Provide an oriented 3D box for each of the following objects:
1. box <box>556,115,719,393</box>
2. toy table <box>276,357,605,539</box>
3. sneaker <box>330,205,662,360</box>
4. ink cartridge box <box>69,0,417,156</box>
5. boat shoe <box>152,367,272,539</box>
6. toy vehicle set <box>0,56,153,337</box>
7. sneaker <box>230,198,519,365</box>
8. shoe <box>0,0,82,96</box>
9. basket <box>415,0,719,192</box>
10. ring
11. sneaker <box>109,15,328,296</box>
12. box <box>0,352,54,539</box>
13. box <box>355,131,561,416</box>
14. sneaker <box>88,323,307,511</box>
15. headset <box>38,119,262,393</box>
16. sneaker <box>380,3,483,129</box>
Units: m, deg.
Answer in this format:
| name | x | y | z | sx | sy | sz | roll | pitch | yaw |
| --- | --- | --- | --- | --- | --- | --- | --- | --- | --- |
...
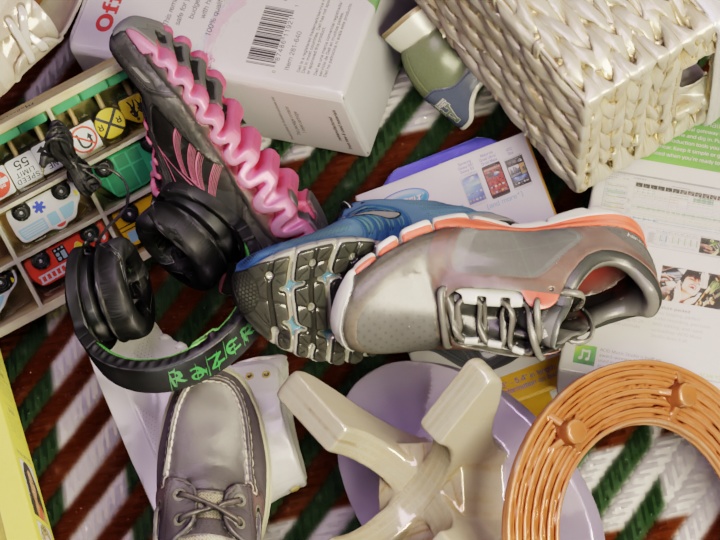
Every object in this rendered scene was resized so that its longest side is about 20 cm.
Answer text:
| name | x | y | z | sx | sy | sz | roll | pitch | yaw |
| --- | --- | --- | --- | --- | --- | --- | --- | --- | --- |
| box | 0.205 | -0.006 | 1.655 | 0.143 | 0.036 | 0.201 | 10 | 62 | 6 |
| toy table | 0.043 | 0.131 | 1.579 | 0.199 | 0.117 | 0.185 | 33 | 101 | 27 |
| sneaker | 0.083 | 0.015 | 1.562 | 0.198 | 0.078 | 0.082 | -14 | 36 | -11 |
| ink cartridge box | -0.073 | -0.172 | 1.800 | 0.198 | 0.084 | 0.146 | 12 | 67 | 18 |
| boat shoe | -0.089 | 0.158 | 1.613 | 0.071 | 0.065 | 0.202 | 5 | 90 | -4 |
| toy vehicle set | -0.205 | -0.043 | 1.755 | 0.199 | 0.125 | 0.027 | -28 | 18 | -1 |
| sneaker | 0.000 | 0.000 | 1.629 | 0.199 | 0.079 | 0.090 | -9 | 25 | -38 |
| shoe | -0.214 | -0.186 | 1.761 | 0.053 | 0.070 | 0.201 | 5 | 55 | 30 |
| basket | 0.127 | -0.166 | 1.647 | 0.123 | 0.136 | 0.200 | -34 | 69 | -14 |
| ring | 0.166 | 0.151 | 1.532 | 0.019 | 0.200 | 0.202 | -14 | 49 | 57 |
| sneaker | -0.107 | -0.066 | 1.719 | 0.095 | 0.079 | 0.200 | -33 | 104 | 16 |
| box | -0.243 | 0.131 | 1.699 | 0.075 | 0.050 | 0.201 | -19 | 69 | 4 |
| box | 0.075 | 0.003 | 1.704 | 0.118 | 0.042 | 0.201 | -21 | 63 | 3 |
| sneaker | -0.103 | 0.068 | 1.702 | 0.115 | 0.074 | 0.201 | -26 | 71 | -2 |
| headset | -0.134 | -0.013 | 1.648 | 0.123 | 0.094 | 0.200 | -34 | 45 | -6 |
| sneaker | 0.115 | -0.163 | 1.768 | 0.199 | 0.067 | 0.090 | -30 | 89 | -18 |
